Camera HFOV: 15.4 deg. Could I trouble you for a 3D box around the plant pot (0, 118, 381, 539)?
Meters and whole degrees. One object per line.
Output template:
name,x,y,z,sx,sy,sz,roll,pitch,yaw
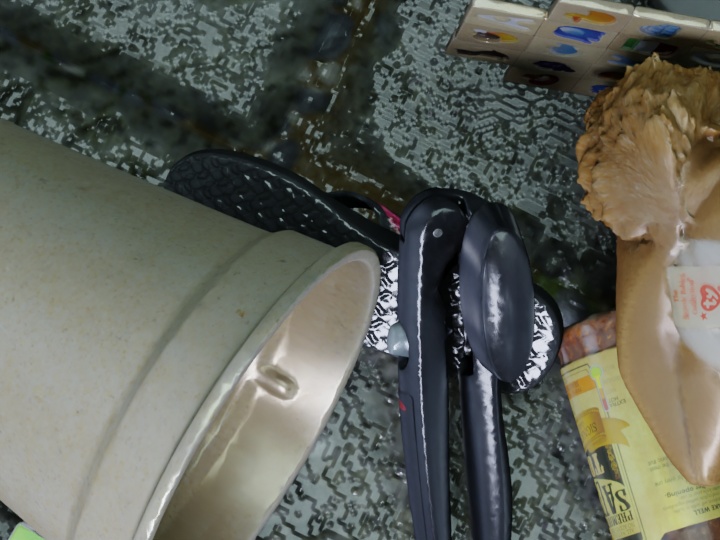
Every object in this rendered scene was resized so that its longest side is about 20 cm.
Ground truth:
plant pot,-0.120,0.033,1.172,0.183,0.201,0.201,30,78,12

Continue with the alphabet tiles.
alphabet tiles,0.142,-0.095,1.220,0.199,0.166,0.006,10,82,-3

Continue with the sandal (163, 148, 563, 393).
sandal,0.000,0.000,1.248,0.199,0.045,0.075,23,115,0

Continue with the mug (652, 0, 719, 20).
mug,0.222,-0.164,1.243,0.186,0.153,0.150,18,41,-12

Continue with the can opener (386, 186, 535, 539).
can opener,0.042,0.056,1.203,0.063,0.079,0.201,2,117,-2

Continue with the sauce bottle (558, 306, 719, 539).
sauce bottle,0.146,0.115,1.233,0.066,0.066,0.201,-15,79,-8

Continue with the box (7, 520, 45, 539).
box,-0.143,0.235,1.199,0.144,0.036,0.201,31,79,1

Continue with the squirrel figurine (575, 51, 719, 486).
squirrel figurine,0.188,-0.023,1.199,0.200,0.142,0.186,52,35,11
